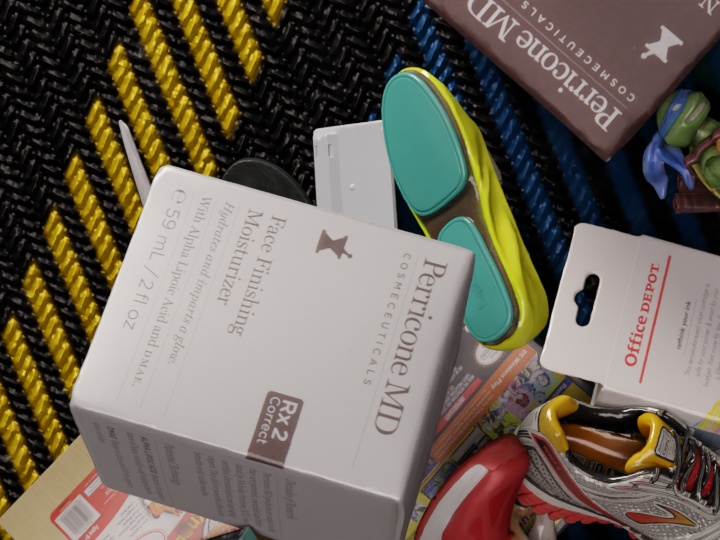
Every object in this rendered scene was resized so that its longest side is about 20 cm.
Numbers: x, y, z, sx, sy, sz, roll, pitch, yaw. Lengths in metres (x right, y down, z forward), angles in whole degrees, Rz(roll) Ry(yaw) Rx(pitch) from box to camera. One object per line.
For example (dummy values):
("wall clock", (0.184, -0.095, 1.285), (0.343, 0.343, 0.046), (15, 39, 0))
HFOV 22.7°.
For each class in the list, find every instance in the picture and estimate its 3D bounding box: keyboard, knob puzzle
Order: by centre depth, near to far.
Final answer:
("keyboard", (0.000, 0.000, 1.206), (0.056, 0.011, 0.201), (-5, 84, 15))
("knob puzzle", (-0.111, 0.175, 1.206), (0.219, 0.030, 0.220), (-1, 85, 6))

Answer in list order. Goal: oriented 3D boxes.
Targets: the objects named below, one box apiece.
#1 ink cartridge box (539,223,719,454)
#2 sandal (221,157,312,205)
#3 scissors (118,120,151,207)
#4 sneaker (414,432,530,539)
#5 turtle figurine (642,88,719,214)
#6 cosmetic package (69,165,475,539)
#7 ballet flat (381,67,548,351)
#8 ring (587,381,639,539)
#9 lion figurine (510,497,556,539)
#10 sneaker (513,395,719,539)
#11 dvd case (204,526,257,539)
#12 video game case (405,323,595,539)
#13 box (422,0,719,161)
("ink cartridge box", (0.219, 0.054, 1.163), (0.199, 0.067, 0.117), (16, 65, 4))
("sandal", (-0.063, 0.024, 1.224), (0.075, 0.048, 0.201), (-3, 98, 7))
("scissors", (-0.135, -0.004, 1.242), (0.200, 0.014, 0.073), (60, 144, 13))
("sneaker", (0.087, 0.202, 1.117), (0.115, 0.078, 0.200), (39, 129, 23))
("turtle figurine", (0.295, -0.080, 1.121), (0.194, 0.144, 0.200), (38, 104, -2))
("cosmetic package", (-0.049, 0.064, 1.092), (0.199, 0.165, 0.165), (15, 67, 6))
("ballet flat", (0.072, -0.040, 1.186), (0.067, 0.067, 0.200), (-32, 72, 38))
("ring", (0.132, 0.156, 1.236), (0.200, 0.019, 0.201), (1, 97, 7))
("lion figurine", (0.159, 0.208, 1.190), (0.199, 0.073, 0.123), (15, 114, 3))
("sneaker", (0.190, 0.134, 1.116), (0.199, 0.078, 0.082), (15, 144, -2))
("dvd case", (-0.123, 0.253, 1.166), (0.200, 0.022, 0.146), (-19, 109, 26))
("video game case", (0.062, 0.125, 1.218), (0.181, 0.026, 0.200), (40, 100, 0))
("box", (0.159, -0.199, 1.108), (0.166, 0.164, 0.200), (41, 101, 0))
